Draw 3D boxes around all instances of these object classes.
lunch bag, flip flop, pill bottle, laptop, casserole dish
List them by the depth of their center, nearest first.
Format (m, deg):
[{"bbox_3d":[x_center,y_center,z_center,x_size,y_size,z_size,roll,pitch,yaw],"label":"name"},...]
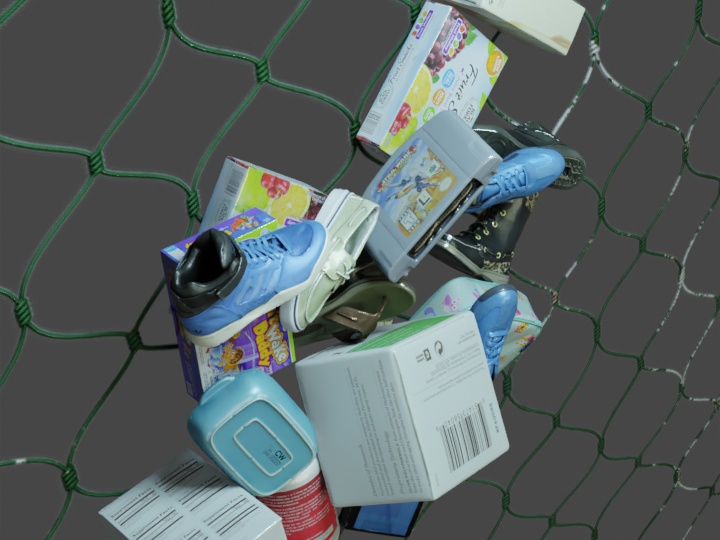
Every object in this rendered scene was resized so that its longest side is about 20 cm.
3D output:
[{"bbox_3d":[-0.123,0.202,1.513,0.121,0.039,0.200,-38,133,-3],"label":"casserole dish"},{"bbox_3d":[-0.020,0.066,1.606,0.198,0.058,0.081,-20,139,9],"label":"flip flop"},{"bbox_3d":[-0.095,0.282,1.667,0.112,0.112,0.202,-32,129,-31],"label":"pill bottle"},{"bbox_3d":[0.040,0.323,1.813,0.200,0.102,0.179,-39,150,-76],"label":"laptop"},{"bbox_3d":[0.159,0.094,1.827,0.199,0.077,0.161,15,127,-45],"label":"lunch bag"}]

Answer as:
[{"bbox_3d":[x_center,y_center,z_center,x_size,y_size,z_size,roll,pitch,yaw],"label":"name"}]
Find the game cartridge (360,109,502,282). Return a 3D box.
[{"bbox_3d":[0.073,-0.097,1.555,0.200,0.133,0.041,-49,139,11],"label":"game cartridge"}]

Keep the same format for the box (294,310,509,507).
[{"bbox_3d":[0.056,0.178,1.636,0.198,0.170,0.202,-21,96,-52],"label":"box"}]

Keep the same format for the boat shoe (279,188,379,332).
[{"bbox_3d":[-0.037,-0.014,1.512,0.072,0.061,0.201,68,40,-56],"label":"boat shoe"}]

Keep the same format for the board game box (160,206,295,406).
[{"bbox_3d":[-0.151,0.044,1.472,0.134,0.045,0.202,-28,128,-30],"label":"board game box"}]

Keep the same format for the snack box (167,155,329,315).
[{"bbox_3d":[-0.134,-0.022,1.527,0.142,0.053,0.202,17,98,-45],"label":"snack box"}]

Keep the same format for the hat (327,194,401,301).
[{"bbox_3d":[0.000,0.000,1.652,0.200,0.081,0.202,-22,124,-36],"label":"hat"}]

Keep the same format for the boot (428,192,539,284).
[{"bbox_3d":[0.176,-0.069,1.805,0.203,0.073,0.155,25,88,-54],"label":"boot"}]

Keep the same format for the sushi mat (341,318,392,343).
[{"bbox_3d":[-0.003,0.164,1.778,0.095,0.012,0.202,-8,114,-42],"label":"sushi mat"}]

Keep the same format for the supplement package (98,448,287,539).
[{"bbox_3d":[-0.189,0.366,1.548,0.147,0.199,0.193,-33,129,-28],"label":"supplement package"}]

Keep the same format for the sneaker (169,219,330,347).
[{"bbox_3d":[-0.121,-0.012,1.380,0.199,0.077,0.112,-36,142,-16],"label":"sneaker"}]

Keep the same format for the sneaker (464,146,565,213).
[{"bbox_3d":[0.187,-0.115,1.718,0.198,0.079,0.067,-14,110,0],"label":"sneaker"}]

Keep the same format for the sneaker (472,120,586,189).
[{"bbox_3d":[0.214,-0.172,1.800,0.197,0.114,0.077,8,111,-18],"label":"sneaker"}]

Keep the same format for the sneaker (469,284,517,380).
[{"bbox_3d":[0.172,0.107,1.706,0.065,0.079,0.201,0,134,-28],"label":"sneaker"}]

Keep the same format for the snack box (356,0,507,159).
[{"bbox_3d":[0.095,-0.227,1.649,0.142,0.053,0.201,28,89,-49],"label":"snack box"}]

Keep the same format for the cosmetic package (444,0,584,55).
[{"bbox_3d":[0.196,-0.356,1.665,0.199,0.105,0.072,16,99,-46],"label":"cosmetic package"}]
